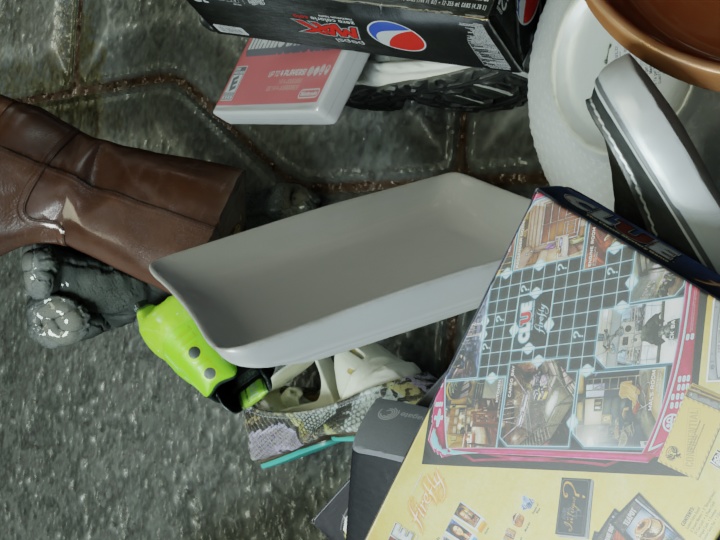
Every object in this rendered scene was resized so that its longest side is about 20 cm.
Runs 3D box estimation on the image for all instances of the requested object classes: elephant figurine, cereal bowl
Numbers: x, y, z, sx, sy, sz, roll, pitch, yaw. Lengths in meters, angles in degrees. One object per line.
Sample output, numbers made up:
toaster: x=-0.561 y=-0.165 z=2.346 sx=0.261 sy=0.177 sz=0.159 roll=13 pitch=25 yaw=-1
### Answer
elephant figurine: x=-0.137 y=-0.006 z=1.027 sx=0.155 sy=0.199 sz=0.142 roll=-121 pitch=29 yaw=-68
cereal bowl: x=0.154 y=-0.099 z=0.707 sx=0.200 sy=0.083 sz=0.201 roll=-7 pitch=80 yaw=50

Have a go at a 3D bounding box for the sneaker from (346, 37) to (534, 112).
sneaker: x=0.035 y=-0.137 z=0.861 sx=0.200 sy=0.074 sz=0.080 roll=12 pitch=90 yaw=50

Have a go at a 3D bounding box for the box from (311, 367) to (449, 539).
box: x=0.096 y=0.141 z=0.727 sx=0.199 sy=0.050 sz=0.200 roll=49 pitch=126 yaw=15

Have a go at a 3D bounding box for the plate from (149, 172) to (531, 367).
plate: x=0.000 y=0.000 z=0.771 sx=0.200 sy=0.200 sz=0.032 roll=-145 pitch=40 yaw=-67

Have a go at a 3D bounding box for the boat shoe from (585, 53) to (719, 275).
boat shoe: x=0.143 y=-0.002 z=0.638 sx=0.057 sy=0.200 sz=0.069 roll=-27 pitch=27 yaw=14

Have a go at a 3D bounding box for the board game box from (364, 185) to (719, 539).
board game box: x=0.092 y=0.083 z=0.612 sx=0.135 sy=0.035 sz=0.200 roll=34 pitch=112 yaw=23

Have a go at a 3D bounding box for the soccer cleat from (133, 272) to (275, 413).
soccer cleat: x=-0.083 y=0.052 z=0.914 sx=0.067 sy=0.200 sz=0.081 roll=-37 pitch=79 yaw=7

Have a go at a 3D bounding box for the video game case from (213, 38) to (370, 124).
video game case: x=-0.013 y=-0.181 z=0.891 sx=0.143 sy=0.017 sz=0.200 roll=10 pitch=72 yaw=59

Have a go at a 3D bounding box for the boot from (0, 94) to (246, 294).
boot: x=-0.182 y=-0.010 z=0.919 sx=0.064 sy=0.200 sz=0.187 roll=97 pitch=-166 yaw=-75

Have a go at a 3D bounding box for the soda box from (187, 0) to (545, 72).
soda box: x=0.000 y=-0.163 z=0.791 sx=0.200 sy=0.063 sz=0.071 roll=12 pitch=75 yaw=27

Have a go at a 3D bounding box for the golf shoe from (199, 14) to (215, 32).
golf shoe: x=-0.077 y=-0.240 z=0.927 sx=0.078 sy=0.095 sz=0.200 roll=20 pitch=142 yaw=19

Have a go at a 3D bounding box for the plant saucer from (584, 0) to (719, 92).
plant saucer: x=0.190 y=-0.158 z=0.631 sx=0.200 sy=0.032 sz=0.201 roll=-7 pitch=59 yaw=13

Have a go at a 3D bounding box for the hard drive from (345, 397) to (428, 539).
hard drive: x=0.077 y=0.149 z=0.686 sx=0.200 sy=0.042 sz=0.135 roll=17 pitch=113 yaw=30

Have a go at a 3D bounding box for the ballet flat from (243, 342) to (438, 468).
ballet flat: x=-0.010 y=0.079 z=0.890 sx=0.200 sy=0.072 sz=0.072 roll=-18 pitch=73 yaw=49
